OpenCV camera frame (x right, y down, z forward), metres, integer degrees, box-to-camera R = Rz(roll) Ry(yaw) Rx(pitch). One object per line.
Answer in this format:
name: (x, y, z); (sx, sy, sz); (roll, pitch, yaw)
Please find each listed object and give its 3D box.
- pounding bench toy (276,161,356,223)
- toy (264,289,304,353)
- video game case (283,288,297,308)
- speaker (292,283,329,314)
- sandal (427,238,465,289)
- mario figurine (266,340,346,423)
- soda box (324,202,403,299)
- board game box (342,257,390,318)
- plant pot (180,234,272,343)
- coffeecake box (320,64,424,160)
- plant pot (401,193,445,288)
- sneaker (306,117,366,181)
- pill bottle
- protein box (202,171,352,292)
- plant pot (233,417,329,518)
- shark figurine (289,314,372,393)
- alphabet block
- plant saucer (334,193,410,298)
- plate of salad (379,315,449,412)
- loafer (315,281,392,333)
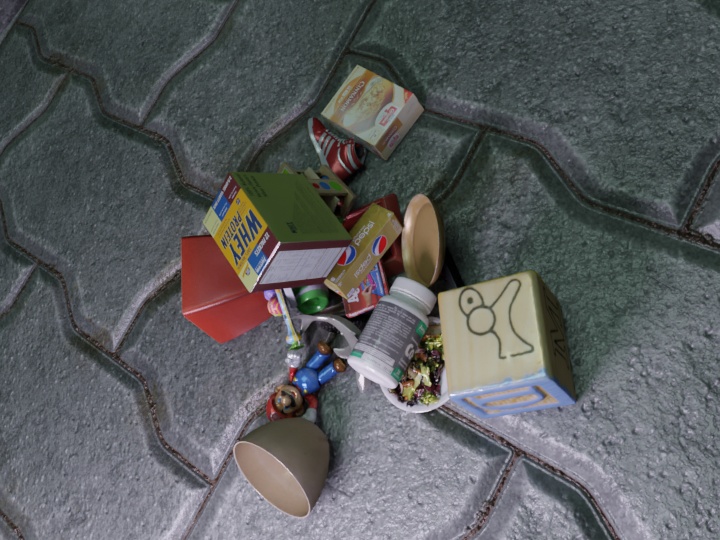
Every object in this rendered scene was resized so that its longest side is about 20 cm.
pounding bench toy: (-0.088, -0.128, 1.682); (0.200, 0.155, 0.125); (48, 123, 28)
toy: (-0.178, 0.084, 1.673); (0.047, 0.115, 0.201); (-22, 73, -7)
video game case: (-0.189, -0.033, 1.676); (0.018, 0.144, 0.201); (-21, 51, -6)
speaker: (-0.133, -0.003, 1.747); (0.088, 0.088, 0.201); (-29, 58, 16)
sandal: (0.172, 0.000, 1.582); (0.045, 0.075, 0.201); (-35, 59, 22)
mario figurine: (-0.123, 0.248, 1.618); (0.200, 0.106, 0.123); (-47, 42, 0)
soda box: (0.000, -0.042, 1.618); (0.067, 0.064, 0.200); (29, 75, 38)
board game box: (0.000, 0.000, 1.644); (0.102, 0.019, 0.201); (-24, 51, 13)
plant pot: (-0.290, 0.029, 1.766); (0.175, 0.200, 0.202); (-13, 63, 12)
coffeecake box: (0.027, -0.380, 1.825); (0.200, 0.073, 0.154); (36, 88, 35)
plant pot: (0.132, -0.056, 1.564); (0.027, 0.200, 0.202); (0, 60, -19)
sneaker: (-0.055, -0.309, 1.842); (0.112, 0.071, 0.201); (-31, 65, 19)
pill bottle: (0.067, 0.121, 1.515); (0.112, 0.113, 0.201); (19, 72, 34)
protein box: (-0.165, -0.080, 1.516); (0.199, 0.199, 0.135); (52, 124, 25)
plant pot: (-0.140, 0.377, 1.542); (0.199, 0.202, 0.134); (16, 44, 34)
shark figurine: (-0.032, 0.135, 1.574); (0.214, 0.090, 0.128); (42, 85, 7)
alphabet block: (0.267, 0.141, 1.390); (0.194, 0.196, 0.202); (-13, 63, 22)
plant saucer: (0.005, -0.063, 1.724); (0.198, 0.037, 0.202); (-22, 59, 20)
plate of salad: (0.119, 0.186, 1.545); (0.198, 0.048, 0.202); (-11, 65, 24)
loafer: (-0.004, 0.079, 1.655); (0.198, 0.073, 0.072); (-18, 52, 16)
